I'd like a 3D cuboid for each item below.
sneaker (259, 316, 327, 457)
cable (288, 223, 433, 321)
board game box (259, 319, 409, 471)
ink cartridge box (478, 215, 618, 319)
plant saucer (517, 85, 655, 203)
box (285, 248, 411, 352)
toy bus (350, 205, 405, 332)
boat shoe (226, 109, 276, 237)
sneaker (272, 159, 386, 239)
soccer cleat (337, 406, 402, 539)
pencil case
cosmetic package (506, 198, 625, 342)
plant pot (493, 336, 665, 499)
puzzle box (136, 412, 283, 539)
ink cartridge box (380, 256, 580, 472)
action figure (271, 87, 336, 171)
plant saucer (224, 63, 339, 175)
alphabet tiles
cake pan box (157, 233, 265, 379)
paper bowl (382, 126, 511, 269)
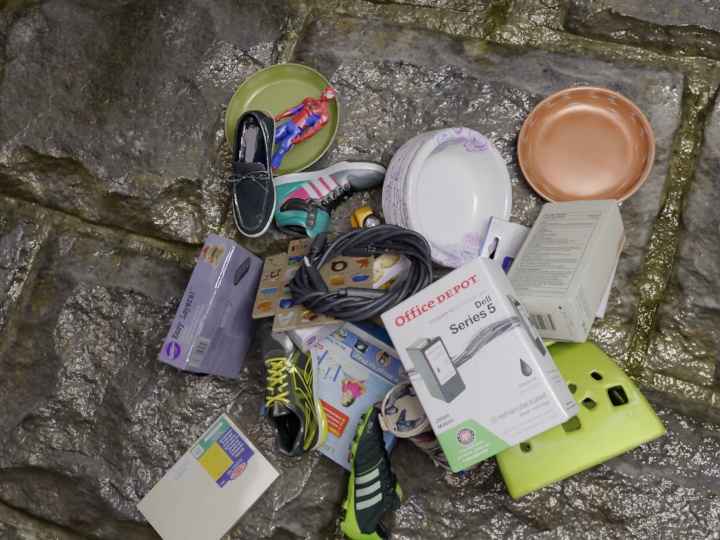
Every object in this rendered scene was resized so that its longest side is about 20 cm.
[{"bbox_3d":[-0.098,0.161,0.905,0.074,0.085,0.201,-18,90,20],"label":"sneaker"},{"bbox_3d":[0.000,0.000,0.860,0.200,0.051,0.163,12,45,31],"label":"cable"},{"bbox_3d":[-0.020,0.169,0.952,0.200,0.056,0.196,30,105,15],"label":"board game box"},{"bbox_3d":[0.268,-0.004,0.956,0.199,0.037,0.095,18,82,-2],"label":"ink cartridge box"},{"bbox_3d":[0.342,-0.183,1.002,0.200,0.037,0.201,-2,78,9],"label":"plant saucer"},{"bbox_3d":[-0.013,0.038,0.911,0.200,0.039,0.041,-33,62,-23],"label":"box"},{"bbox_3d":[0.027,0.006,1.007,0.078,0.065,0.200,-24,76,6],"label":"toy bus"},{"bbox_3d":[-0.168,-0.151,1.009,0.074,0.062,0.201,6,94,13],"label":"boat shoe"},{"bbox_3d":[-0.052,-0.100,1.032,0.199,0.084,0.121,-10,72,16],"label":"sneaker"},{"bbox_3d":[0.021,0.279,0.891,0.081,0.068,0.201,10,106,9],"label":"soccer cleat"},{"bbox_3d":[0.100,0.213,0.879,0.089,0.200,0.078,-43,47,3],"label":"pencil case"},{"bbox_3d":[0.261,-0.004,0.843,0.105,0.071,0.200,2,42,41],"label":"cosmetic package"},{"bbox_3d":[0.251,0.177,0.866,0.199,0.200,0.182,-26,67,4],"label":"plant pot"},{"bbox_3d":[-0.231,0.337,1.005,0.133,0.025,0.200,43,88,16],"label":"puzzle box"},{"bbox_3d":[0.134,0.105,0.754,0.145,0.084,0.200,-33,72,21],"label":"ink cartridge box"},{"bbox_3d":[-0.114,-0.224,1.061,0.200,0.052,0.065,-43,70,-2],"label":"action figure"},{"bbox_3d":[-0.130,-0.252,1.107,0.199,0.031,0.201,-2,79,11],"label":"plant saucer"},{"bbox_3d":[-0.063,0.011,0.917,0.166,0.006,0.200,-9,37,9],"label":"alphabet tiles"},{"bbox_3d":[-0.205,0.064,0.977,0.052,0.184,0.201,17,83,18],"label":"cake pan box"},{"bbox_3d":[0.118,-0.105,0.962,0.104,0.200,0.201,9,76,56],"label":"paper bowl"}]
